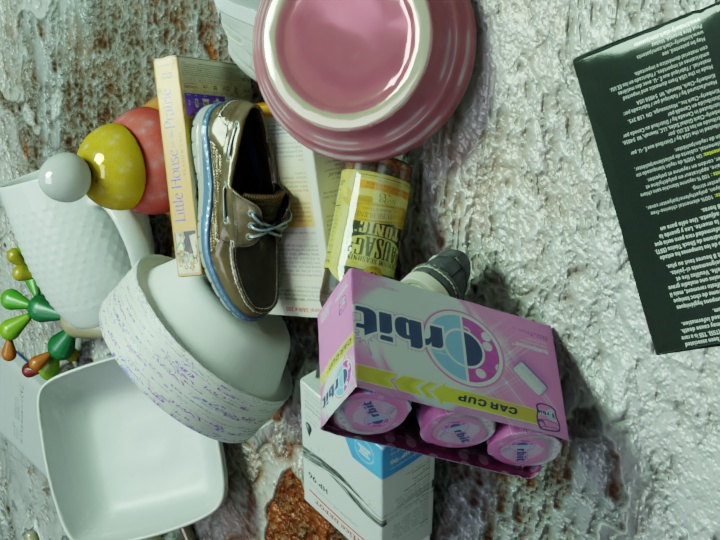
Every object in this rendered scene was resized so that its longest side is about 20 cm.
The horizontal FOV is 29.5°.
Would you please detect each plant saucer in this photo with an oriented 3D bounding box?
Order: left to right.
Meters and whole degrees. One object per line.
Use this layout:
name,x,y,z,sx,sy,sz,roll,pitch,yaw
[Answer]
plant saucer,-0.005,-0.191,1.140,0.199,0.051,0.202,1,92,21

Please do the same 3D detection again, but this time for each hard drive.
hard drive,-0.419,0.206,1.818,0.200,0.025,0.133,31,124,40

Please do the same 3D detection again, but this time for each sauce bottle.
sauce bottle,0.000,0.000,1.200,0.066,0.066,0.202,4,84,48

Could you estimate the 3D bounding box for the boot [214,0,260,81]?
boot,-0.047,-0.201,1.251,0.199,0.074,0.096,32,151,27

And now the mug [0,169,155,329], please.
mug,-0.288,-0.032,1.501,0.199,0.147,0.176,0,111,55

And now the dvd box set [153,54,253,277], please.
dvd box set,-0.138,-0.099,1.303,0.029,0.146,0.202,-6,93,23

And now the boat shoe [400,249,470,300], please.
boat shoe,0.059,0.055,1.206,0.072,0.063,0.201,35,146,15

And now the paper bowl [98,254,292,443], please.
paper bowl,-0.148,0.063,1.344,0.104,0.200,0.201,-47,63,13

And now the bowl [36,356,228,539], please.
bowl,-0.245,0.196,1.524,0.198,0.075,0.201,-15,82,8

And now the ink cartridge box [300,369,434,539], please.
ink cartridge box,0.006,0.188,1.262,0.116,0.068,0.201,36,141,37

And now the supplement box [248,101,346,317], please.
supplement box,-0.050,-0.060,1.280,0.126,0.073,0.202,3,104,48

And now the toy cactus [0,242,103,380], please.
toy cactus,-0.369,0.053,1.683,0.164,0.102,0.201,12,109,26

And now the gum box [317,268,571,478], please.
gum box,0.069,0.085,1.085,0.066,0.199,0.114,-54,29,42

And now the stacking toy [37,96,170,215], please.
stacking toy,-0.238,-0.108,1.382,0.146,0.199,0.147,16,112,45

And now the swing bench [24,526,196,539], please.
swing bench,-0.267,0.379,1.565,0.200,0.198,0.130,53,135,24

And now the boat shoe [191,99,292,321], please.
boat shoe,-0.103,-0.054,1.230,0.072,0.072,0.201,-6,97,47

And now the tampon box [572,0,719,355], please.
tampon box,0.251,-0.065,0.876,0.126,0.149,0.201,-15,90,49
